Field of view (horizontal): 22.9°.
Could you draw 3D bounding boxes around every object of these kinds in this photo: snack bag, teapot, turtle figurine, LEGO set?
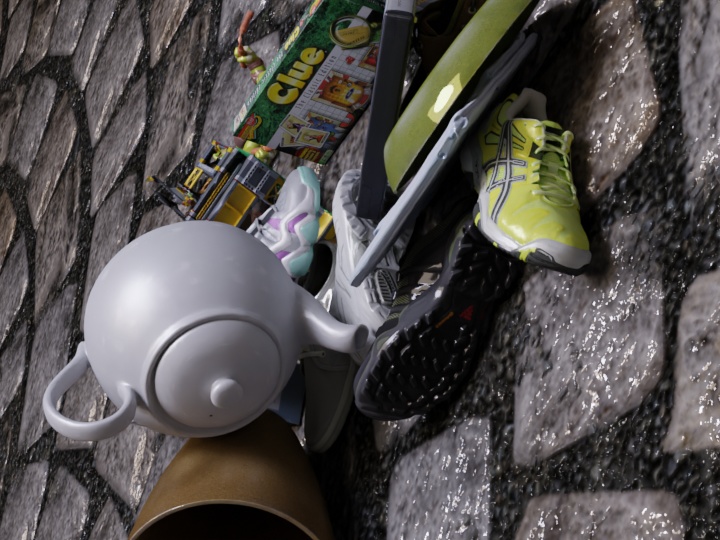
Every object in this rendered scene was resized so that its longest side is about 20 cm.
[{"bbox_3d":[0.061,-0.088,1.404,0.189,0.021,0.200,-56,-3,34],"label":"snack bag"},{"bbox_3d":[-0.133,0.067,1.463,0.201,0.197,0.146,-54,33,16],"label":"teapot"},{"bbox_3d":[-0.109,-0.165,1.884,0.162,0.064,0.201,119,146,-41],"label":"turtle figurine"},{"bbox_3d":[-0.112,-0.039,1.701,0.116,0.153,0.200,-55,32,-3],"label":"LEGO set"}]

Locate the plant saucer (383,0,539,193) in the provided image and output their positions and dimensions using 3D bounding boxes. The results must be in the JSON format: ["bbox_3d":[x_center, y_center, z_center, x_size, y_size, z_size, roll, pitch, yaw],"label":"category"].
[{"bbox_3d":[0.075,-0.150,1.397,0.200,0.031,0.200,-53,-3,-4],"label":"plant saucer"}]

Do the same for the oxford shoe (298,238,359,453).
[{"bbox_3d":[-0.033,0.062,1.581,0.075,0.057,0.202,-19,59,59],"label":"oxford shoe"}]

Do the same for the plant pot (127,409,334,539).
[{"bbox_3d":[-0.106,0.209,1.522,0.187,0.185,0.201,-59,15,28],"label":"plant pot"}]

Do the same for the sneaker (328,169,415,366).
[{"bbox_3d":[0.000,0.000,1.532,0.100,0.077,0.201,-56,28,40],"label":"sneaker"}]

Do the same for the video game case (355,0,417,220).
[{"bbox_3d":[0.026,-0.176,1.500,0.181,0.025,0.201,-81,1,-51],"label":"video game case"}]

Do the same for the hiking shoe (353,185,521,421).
[{"bbox_3d":[0.059,0.028,1.407,0.201,0.075,0.101,-55,20,15],"label":"hiking shoe"}]

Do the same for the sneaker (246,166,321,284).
[{"bbox_3d":[-0.119,-0.008,1.578,0.078,0.139,0.202,-152,77,-79],"label":"sneaker"}]

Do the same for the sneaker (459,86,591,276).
[{"bbox_3d":[0.124,-0.069,1.310,0.077,0.075,0.200,-62,27,25],"label":"sneaker"}]

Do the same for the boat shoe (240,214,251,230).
[{"bbox_3d":[-0.148,0.013,1.838,0.065,0.073,0.202,-18,58,55],"label":"boat shoe"}]

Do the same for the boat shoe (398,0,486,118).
[{"bbox_3d":[0.075,-0.199,1.507,0.201,0.068,0.072,-58,29,31],"label":"boat shoe"}]

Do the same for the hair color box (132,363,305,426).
[{"bbox_3d":[-0.139,0.121,1.717,0.200,0.098,0.061,-20,57,61],"label":"hair color box"}]

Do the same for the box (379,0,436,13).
[{"bbox_3d":[0.080,-0.328,1.607,0.200,0.048,0.160,-15,60,62],"label":"box"}]

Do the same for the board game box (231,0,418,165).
[{"bbox_3d":[-0.034,-0.184,1.687,0.200,0.104,0.024,-52,30,40],"label":"board game box"}]
